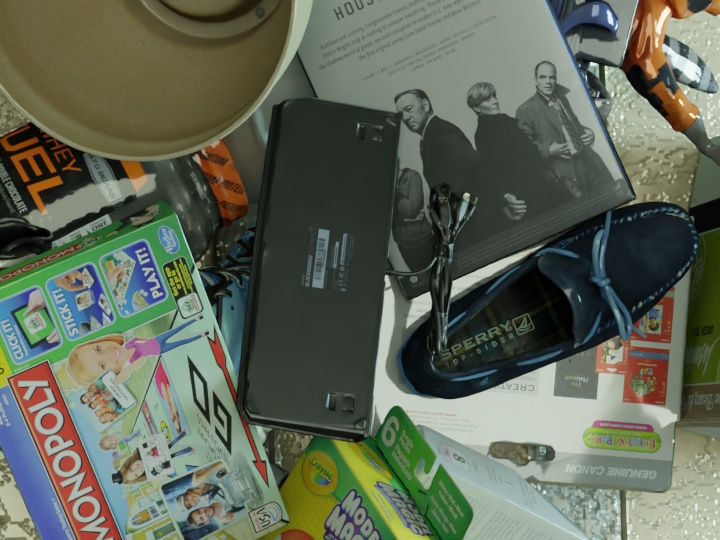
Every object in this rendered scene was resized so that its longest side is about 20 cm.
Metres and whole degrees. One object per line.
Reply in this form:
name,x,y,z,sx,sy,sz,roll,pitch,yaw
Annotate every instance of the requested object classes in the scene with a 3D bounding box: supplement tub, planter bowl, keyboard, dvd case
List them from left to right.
supplement tub,-0.176,-0.032,1.182,0.200,0.123,0.123,-28,89,-11
planter bowl,-0.111,-0.174,1.113,0.200,0.135,0.201,5,109,16
keyboard,0.000,0.000,1.123,0.127,0.021,0.200,10,71,-9
dvd case,0.055,-0.103,1.167,0.150,0.025,0.200,-24,89,11

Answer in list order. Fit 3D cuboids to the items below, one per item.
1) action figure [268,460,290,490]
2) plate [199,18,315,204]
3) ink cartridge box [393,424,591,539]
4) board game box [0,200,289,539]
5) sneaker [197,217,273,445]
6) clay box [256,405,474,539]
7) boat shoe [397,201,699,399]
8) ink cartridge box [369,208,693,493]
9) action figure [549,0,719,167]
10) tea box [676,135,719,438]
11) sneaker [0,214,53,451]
action figure,-0.121,0.109,1.209,0.200,0.069,0.130,40,87,0
plate,-0.009,-0.151,1.222,0.200,0.032,0.200,-15,113,-6
ink cartridge box,0.070,0.200,1.209,0.200,0.057,0.163,27,115,-25
board game box,-0.132,0.079,1.082,0.134,0.029,0.200,-25,112,-13
sneaker,-0.066,0.016,1.153,0.090,0.078,0.200,45,61,-40
clay box,-0.021,0.180,1.127,0.048,0.115,0.200,17,112,-36
boat shoe,0.121,0.025,1.166,0.200,0.069,0.084,-34,91,-9
ink cartridge box,0.098,0.046,1.239,0.200,0.084,0.176,6,85,-8
action figure,0.149,-0.125,1.221,0.193,0.105,0.200,20,96,-13
tea box,0.286,0.013,1.213,0.133,0.200,0.197,12,82,-9
sneaker,-0.176,0.042,1.099,0.200,0.076,0.115,25,106,-31
